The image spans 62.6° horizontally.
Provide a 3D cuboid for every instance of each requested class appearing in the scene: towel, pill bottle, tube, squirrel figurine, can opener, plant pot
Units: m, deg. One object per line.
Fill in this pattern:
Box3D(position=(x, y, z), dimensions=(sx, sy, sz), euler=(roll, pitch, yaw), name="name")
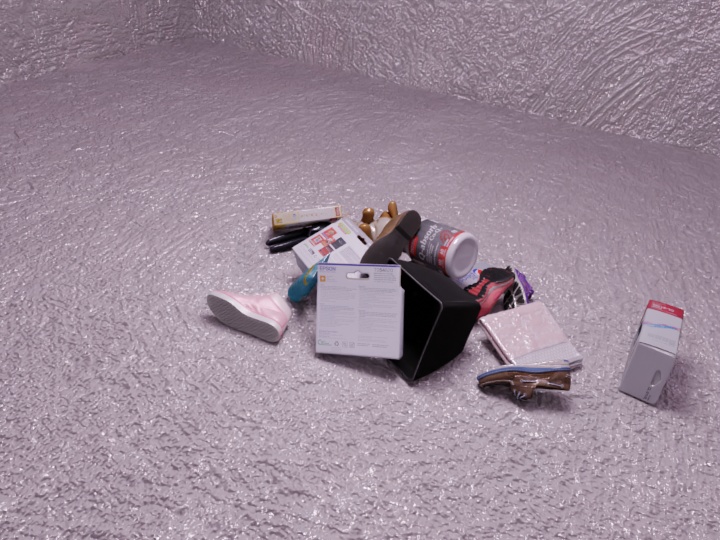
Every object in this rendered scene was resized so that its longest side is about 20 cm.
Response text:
Box3D(position=(0.404, 0.165, 1.399), dimensions=(0.197, 0.032, 0.192), euler=(-11, 51, -27), name="towel")
Box3D(position=(0.184, -0.063, 1.473), dimensions=(0.115, 0.118, 0.199), euler=(-20, 31, -36), name="pill bottle")
Box3D(position=(-0.123, 0.023, 1.405), dimensions=(0.050, 0.200, 0.078), euler=(33, 60, -9), name="tube")
Box3D(position=(0.018, -0.087, 1.644), dimensions=(0.184, 0.201, 0.144), euler=(-5, 64, 9), name="squirrel figurine")
Box3D(position=(-0.177, -0.097, 1.700), dimensions=(0.197, 0.079, 0.064), euler=(-16, 46, -17), name="can opener")
Box3D(position=(0.154, 0.104, 1.346), dimensions=(0.175, 0.202, 0.200), euler=(-1, 30, -36), name="plant pot")

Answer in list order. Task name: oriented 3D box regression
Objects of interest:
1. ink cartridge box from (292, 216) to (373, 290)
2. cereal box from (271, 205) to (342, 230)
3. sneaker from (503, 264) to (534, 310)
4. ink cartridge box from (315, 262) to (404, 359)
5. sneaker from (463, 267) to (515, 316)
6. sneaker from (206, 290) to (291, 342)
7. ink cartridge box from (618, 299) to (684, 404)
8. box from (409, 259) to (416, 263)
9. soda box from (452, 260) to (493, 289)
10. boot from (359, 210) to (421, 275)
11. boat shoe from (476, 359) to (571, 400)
Box3D(position=(-0.046, -0.017, 1.502), dimensions=(0.174, 0.084, 0.200), euler=(-32, 55, -15), name="ink cartridge box")
Box3D(position=(-0.158, -0.150, 1.719), dimensions=(0.197, 0.040, 0.144), euler=(-7, -1, -9), name="cereal box")
Box3D(position=(0.429, 0.060, 1.572), dimensions=(0.082, 0.081, 0.201), euler=(21, 37, -11), name="sneaker")
Box3D(position=(-0.002, 0.085, 1.294), dimensions=(0.196, 0.204, 0.041), euler=(3, 4, 18), name="ink cartridge box")
Box3D(position=(0.320, 0.061, 1.513), dimensions=(0.199, 0.088, 0.073), euler=(-30, 40, -32), name="sneaker")
Box3D(position=(-0.253, 0.087, 1.381), dimensions=(0.198, 0.076, 0.105), euler=(23, 39, 10), name="sneaker")
Box3D(position=(0.669, 0.183, 1.359), dimensions=(0.082, 0.148, 0.200), euler=(21, 34, 23), name="ink cartridge box")
Box3D(position=(0.145, 0.029, 1.532), dimensions=(0.198, 0.101, 0.075), euler=(-20, 41, -37), name="box")
Box3D(position=(0.285, 0.041, 1.577), dimensions=(0.198, 0.064, 0.068), euler=(-21, 41, -38), name="soda box")
Box3D(position=(0.064, -0.066, 1.442), dimensions=(0.200, 0.074, 0.075), euler=(-47, 22, -15), name="boot")
Box3D(position=(0.349, 0.238, 1.264), dimensions=(0.197, 0.072, 0.074), euler=(-10, 71, 14), name="boat shoe")
